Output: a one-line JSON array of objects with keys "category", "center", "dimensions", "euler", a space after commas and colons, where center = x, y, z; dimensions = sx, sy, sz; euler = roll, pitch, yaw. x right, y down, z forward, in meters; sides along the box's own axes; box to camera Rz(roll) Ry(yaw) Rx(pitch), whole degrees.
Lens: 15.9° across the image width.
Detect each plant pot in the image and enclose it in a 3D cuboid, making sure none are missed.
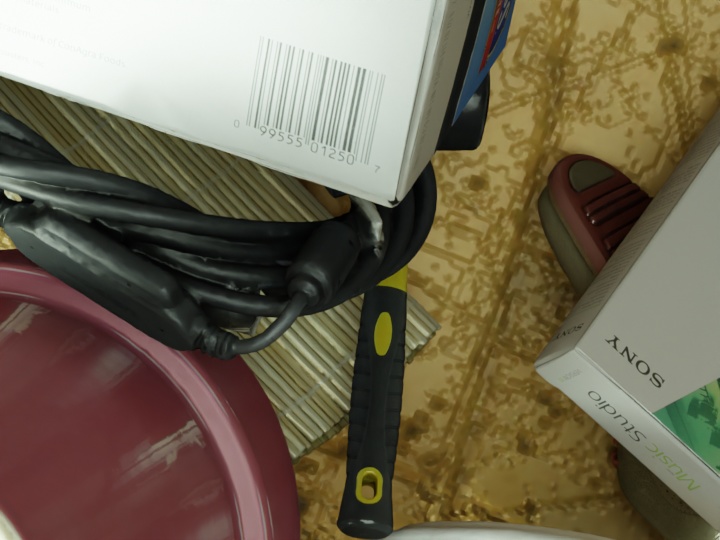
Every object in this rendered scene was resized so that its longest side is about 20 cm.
[{"category": "plant pot", "center": [-0.133, 0.100, 0.848], "dimensions": [0.200, 0.179, 0.200], "euler": [1, 98, 10]}]

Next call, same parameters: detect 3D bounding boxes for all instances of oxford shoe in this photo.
[{"category": "oxford shoe", "center": [0.114, 0.052, 0.985], "dimensions": [0.075, 0.070, 0.200], "euler": [-34, 82, 38]}]

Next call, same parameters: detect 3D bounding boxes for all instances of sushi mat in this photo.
[{"category": "sushi mat", "center": [-0.066, -0.022, 0.948], "dimensions": [0.200, 0.012, 0.096], "euler": [46, 54, 2]}]

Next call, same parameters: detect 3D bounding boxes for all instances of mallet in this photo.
[{"category": "mallet", "center": [0.000, 0.000, 0.938], "dimensions": [0.066, 0.041, 0.200], "euler": [13, 62, 1]}]

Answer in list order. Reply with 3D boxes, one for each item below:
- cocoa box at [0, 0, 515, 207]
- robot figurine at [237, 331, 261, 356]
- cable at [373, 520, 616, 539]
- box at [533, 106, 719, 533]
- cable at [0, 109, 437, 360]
[{"category": "cocoa box", "center": [-0.047, -0.132, 0.856], "dimensions": [0.200, 0.131, 0.133], "euler": [18, 122, 10]}, {"category": "robot figurine", "center": [-0.117, 0.089, 0.976], "dimensions": [0.145, 0.058, 0.200], "euler": [26, 94, -6]}, {"category": "cable", "center": [0.091, 0.145, 0.929], "dimensions": [0.200, 0.200, 0.069], "euler": [21, 72, -22]}, {"category": "box", "center": [0.172, 0.008, 0.953], "dimensions": [0.144, 0.036, 0.200], "euler": [42, 64, -8]}, {"category": "cable", "center": [-0.071, -0.057, 0.896], "dimensions": [0.200, 0.163, 0.051], "euler": [31, 136, 14]}]
